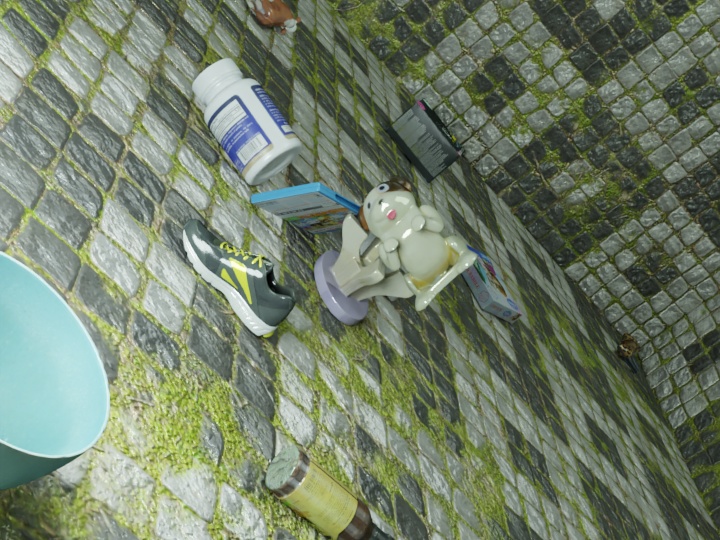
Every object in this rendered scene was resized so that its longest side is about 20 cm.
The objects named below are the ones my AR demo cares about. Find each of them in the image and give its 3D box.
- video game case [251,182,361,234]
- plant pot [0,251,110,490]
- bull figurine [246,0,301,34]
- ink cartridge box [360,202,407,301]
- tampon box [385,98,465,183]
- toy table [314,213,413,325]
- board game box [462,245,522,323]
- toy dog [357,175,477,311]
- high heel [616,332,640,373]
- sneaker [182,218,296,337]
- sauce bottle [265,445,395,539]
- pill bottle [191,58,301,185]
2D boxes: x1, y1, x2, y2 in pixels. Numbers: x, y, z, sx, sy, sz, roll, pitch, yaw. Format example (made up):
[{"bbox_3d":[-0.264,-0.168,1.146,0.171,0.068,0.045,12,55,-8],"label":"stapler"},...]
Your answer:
[{"bbox_3d":[-0.078,-0.107,1.832,0.199,0.141,0.018,25,62,-55],"label":"video game case"},{"bbox_3d":[-0.318,0.096,0.829,0.200,0.134,0.201,45,19,-21],"label":"plant pot"},{"bbox_3d":[-0.221,-0.655,2.628,0.122,0.065,0.200,49,15,2],"label":"bull figurine"},{"bbox_3d":[0.050,-0.053,2.126,0.145,0.084,0.201,47,18,-17],"label":"ink cartridge box"},{"bbox_3d":[0.190,-0.378,3.031,0.201,0.126,0.150,51,17,-4],"label":"tampon box"},{"bbox_3d":[0.000,0.000,1.849,0.184,0.117,0.201,43,21,-26],"label":"toy table"},{"bbox_3d":[0.327,0.030,2.737,0.199,0.041,0.201,23,34,-57],"label":"board game box"},{"bbox_3d":[0.090,-0.067,1.794,0.200,0.139,0.194,48,19,-8],"label":"toy dog"},{"bbox_3d":[0.980,0.268,3.877,0.143,0.071,0.202,49,26,-31],"label":"high heel"},{"bbox_3d":[-0.168,-0.004,1.481,0.201,0.084,0.075,49,17,-11],"label":"sneaker"},{"bbox_3d":[-0.031,0.297,1.288,0.200,0.064,0.065,45,19,-23],"label":"sauce bottle"},{"bbox_3d":[-0.203,-0.263,1.830,0.201,0.119,0.119,55,18,6],"label":"pill bottle"}]
